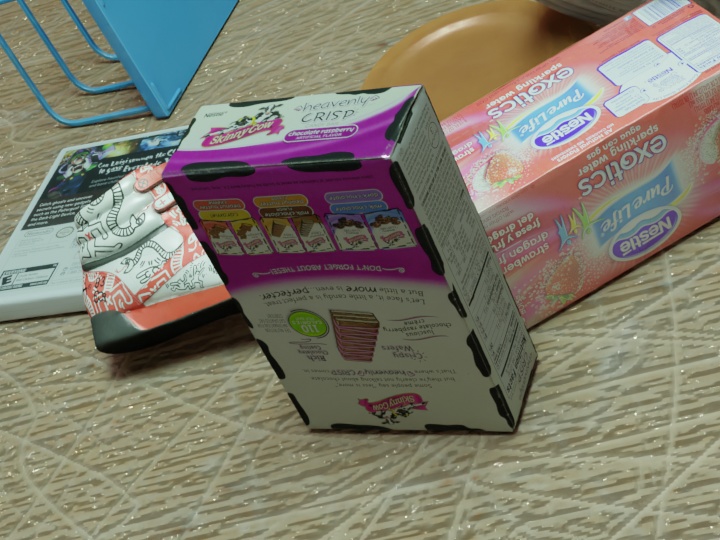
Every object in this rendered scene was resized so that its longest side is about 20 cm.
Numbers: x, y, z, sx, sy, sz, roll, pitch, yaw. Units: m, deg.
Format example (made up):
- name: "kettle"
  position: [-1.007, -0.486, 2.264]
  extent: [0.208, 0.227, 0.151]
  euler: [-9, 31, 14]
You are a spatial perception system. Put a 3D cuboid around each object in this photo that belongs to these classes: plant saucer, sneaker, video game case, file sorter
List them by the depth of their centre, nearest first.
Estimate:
- name: "sneaker"
  position: [-0.093, -0.026, 0.975]
  extent: [0.200, 0.067, 0.109]
  euler: [-19, 78, 16]
- name: "plant saucer"
  position: [0.077, -0.128, 1.058]
  extent: [0.199, 0.038, 0.201]
  euler: [-18, 37, 14]
- name: "video game case"
  position: [-0.170, -0.040, 1.119]
  extent: [0.199, 0.023, 0.183]
  euler: [-8, 41, 26]
- name: "file sorter"
  position: [-0.204, -0.236, 1.283]
  extent: [0.122, 0.139, 0.201]
  euler: [-8, 40, 30]

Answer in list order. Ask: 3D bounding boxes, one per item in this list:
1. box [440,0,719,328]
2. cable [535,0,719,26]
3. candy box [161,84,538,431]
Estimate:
- name: "box"
  position: [0.138, -0.065, 0.893]
  extent: [0.199, 0.095, 0.103]
  euler: [-31, 36, -4]
- name: "cable"
  position: [0.177, -0.206, 0.962]
  extent: [0.198, 0.200, 0.070]
  euler: [17, 88, 11]
- name: "candy box"
  position: [0.000, 0.000, 0.812]
  extent: [0.135, 0.201, 0.061]
  euler: [-1, 43, 28]
